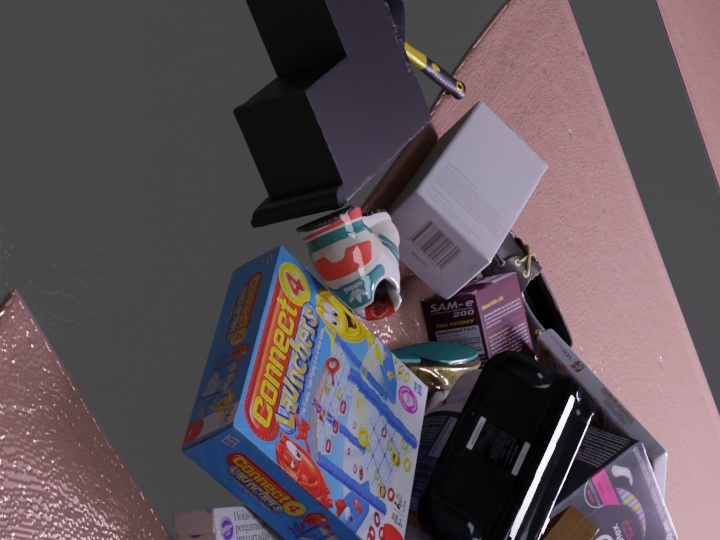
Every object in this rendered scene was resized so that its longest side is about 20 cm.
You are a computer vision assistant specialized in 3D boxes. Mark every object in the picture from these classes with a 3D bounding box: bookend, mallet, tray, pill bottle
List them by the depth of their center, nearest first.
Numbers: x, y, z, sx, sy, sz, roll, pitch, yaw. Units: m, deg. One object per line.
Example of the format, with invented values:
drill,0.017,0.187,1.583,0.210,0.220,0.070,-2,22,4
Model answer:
bookend,-0.047,-0.172,1.484,0.200,0.092,0.199,-48,120,-53
tray,0.119,0.292,1.485,0.037,0.099,0.200,42,71,6
pill bottle,0.084,0.190,1.518,0.200,0.116,0.117,-56,129,-34
mallet,0.058,-0.220,1.739,0.200,0.041,0.066,13,73,-62

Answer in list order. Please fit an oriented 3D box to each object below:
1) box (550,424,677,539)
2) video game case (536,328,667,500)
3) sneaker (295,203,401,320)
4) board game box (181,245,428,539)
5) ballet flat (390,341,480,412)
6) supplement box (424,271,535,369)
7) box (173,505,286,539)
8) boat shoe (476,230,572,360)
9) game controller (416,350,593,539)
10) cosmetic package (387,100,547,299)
box,0.181,0.250,1.639,0.200,0.106,0.123,-34,113,-22
video game case,0.242,0.176,1.753,0.182,0.023,0.200,49,-18,33
sneaker,0.000,0.000,1.484,0.200,0.070,0.094,12,56,-80
board game box,-0.037,0.116,1.383,0.196,0.056,0.201,45,36,-28
ballet flat,0.045,0.102,1.592,0.200,0.070,0.071,0,81,-60
supplement box,0.131,0.111,1.728,0.109,0.061,0.201,-20,99,-60
box,-0.071,0.203,1.374,0.200,0.041,0.039,7,73,-58
boat shoe,0.163,0.006,1.817,0.202,0.060,0.072,64,34,-24
game controller,0.123,0.157,1.458,0.200,0.104,0.042,-60,171,-35
cosmetic package,0.101,-0.071,1.693,0.102,0.074,0.200,44,37,-5
